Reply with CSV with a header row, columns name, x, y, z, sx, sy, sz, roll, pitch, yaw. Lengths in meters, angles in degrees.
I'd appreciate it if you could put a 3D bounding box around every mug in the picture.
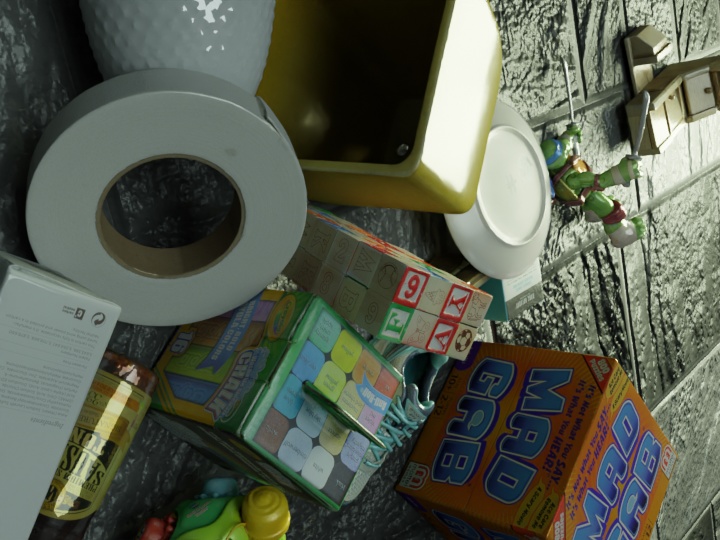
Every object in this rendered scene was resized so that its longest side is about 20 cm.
name,x,y,z,sx,sy,sz,roll,pitch,yaw
mug,-0.127,-0.209,0.636,0.200,0.145,0.178,-40,130,-71

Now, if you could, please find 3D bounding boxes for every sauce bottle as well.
name,x,y,z,sx,sy,sz,roll,pitch,yaw
sauce bottle,-0.215,0.156,0.604,0.066,0.065,0.202,38,65,-39

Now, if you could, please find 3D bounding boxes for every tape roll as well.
name,x,y,z,sx,sy,sz,roll,pitch,yaw
tape roll,-0.137,-0.047,0.605,0.200,0.037,0.205,-10,130,-12

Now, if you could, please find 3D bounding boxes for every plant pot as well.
name,x,y,z,sx,sy,sz,roll,pitch,yaw
plant pot,0.027,-0.145,0.756,0.199,0.193,0.197,31,70,-57

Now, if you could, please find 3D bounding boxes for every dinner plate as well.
name,x,y,z,sx,sy,sz,roll,pitch,yaw
dinner plate,0.160,-0.092,0.924,0.198,0.024,0.204,6,82,-44

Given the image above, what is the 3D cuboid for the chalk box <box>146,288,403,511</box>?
name,x,y,z,sx,sy,sz,roll,pitch,yaw
chalk box,-0.059,0.097,0.662,0.125,0.198,0.125,47,61,-35

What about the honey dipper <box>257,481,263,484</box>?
name,x,y,z,sx,sy,sz,roll,pitch,yaw
honey dipper,-0.052,0.104,0.788,0.038,0.038,0.203,32,67,-41

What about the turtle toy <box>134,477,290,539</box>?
name,x,y,z,sx,sy,sz,roll,pitch,yaw
turtle toy,-0.139,0.244,0.658,0.199,0.100,0.148,-28,135,-38

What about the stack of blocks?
name,x,y,z,sx,sy,sz,roll,pitch,yaw
stack of blocks,0.000,0.000,0.712,0.114,0.199,0.059,18,99,-45

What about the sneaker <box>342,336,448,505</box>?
name,x,y,z,sx,sy,sz,roll,pitch,yaw
sneaker,0.022,0.139,0.826,0.078,0.086,0.202,45,61,-35

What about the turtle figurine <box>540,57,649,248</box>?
name,x,y,z,sx,sy,sz,roll,pitch,yaw
turtle figurine,0.315,-0.137,1.070,0.194,0.143,0.202,44,66,-41

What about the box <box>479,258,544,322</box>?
name,x,y,z,sx,sy,sz,roll,pitch,yaw
box,0.163,-0.049,0.985,0.082,0.049,0.203,-23,108,-42

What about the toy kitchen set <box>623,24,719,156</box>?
name,x,y,z,sx,sy,sz,roll,pitch,yaw
toy kitchen set,0.501,-0.290,1.221,0.200,0.179,0.165,-39,117,-41

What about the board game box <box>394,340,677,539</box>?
name,x,y,z,sx,sy,sz,roll,pitch,yaw
board game box,0.200,0.226,0.932,0.200,0.198,0.201,49,60,-35

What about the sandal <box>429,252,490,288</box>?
name,x,y,z,sx,sy,sz,roll,pitch,yaw
sandal,0.074,0.029,0.892,0.199,0.080,0.055,-20,126,-47

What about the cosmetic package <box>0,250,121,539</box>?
name,x,y,z,sx,sy,sz,roll,pitch,yaw
cosmetic package,-0.240,0.092,0.522,0.081,0.112,0.203,27,82,-42
